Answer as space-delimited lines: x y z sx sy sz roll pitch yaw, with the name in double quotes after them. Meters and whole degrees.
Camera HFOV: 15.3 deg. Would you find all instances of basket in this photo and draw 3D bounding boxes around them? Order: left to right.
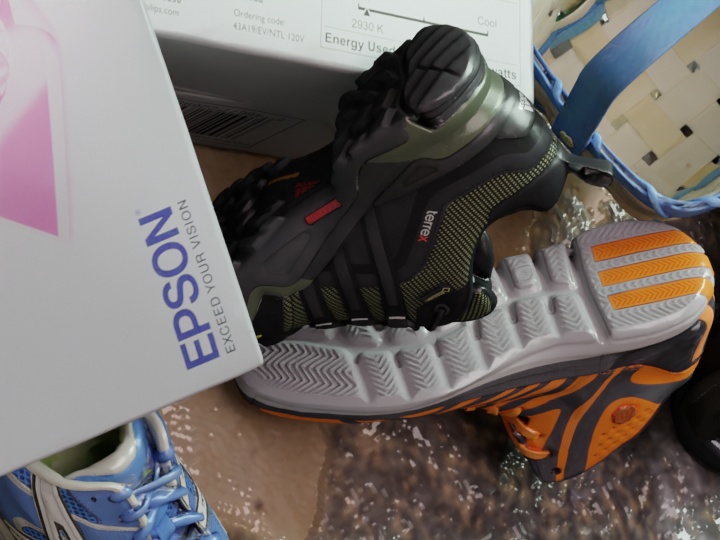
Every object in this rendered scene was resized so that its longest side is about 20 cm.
0.143 -0.105 1.086 0.176 0.200 0.139 -38 88 -13 "basket"

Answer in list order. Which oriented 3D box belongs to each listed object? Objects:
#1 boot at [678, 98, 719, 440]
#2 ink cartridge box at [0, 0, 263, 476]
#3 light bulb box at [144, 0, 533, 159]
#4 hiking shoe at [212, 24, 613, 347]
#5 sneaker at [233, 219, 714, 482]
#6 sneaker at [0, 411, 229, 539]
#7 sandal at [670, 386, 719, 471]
0.192 -0.027 1.196 0.211 0.079 0.158 -26 71 -27 "boot"
-0.153 -0.022 0.901 0.200 0.043 0.197 -24 106 -20 "ink cartridge box"
-0.043 -0.160 1.059 0.198 0.125 0.200 9 75 -32 "light bulb box"
0.000 0.000 1.014 0.101 0.200 0.076 38 36 -19 "hiking shoe"
0.048 0.049 1.106 0.200 0.112 0.078 -7 53 -3 "sneaker"
-0.094 0.095 0.999 0.200 0.077 0.076 46 57 -18 "sneaker"
0.217 0.022 1.254 0.200 0.043 0.076 -31 91 -25 "sandal"
